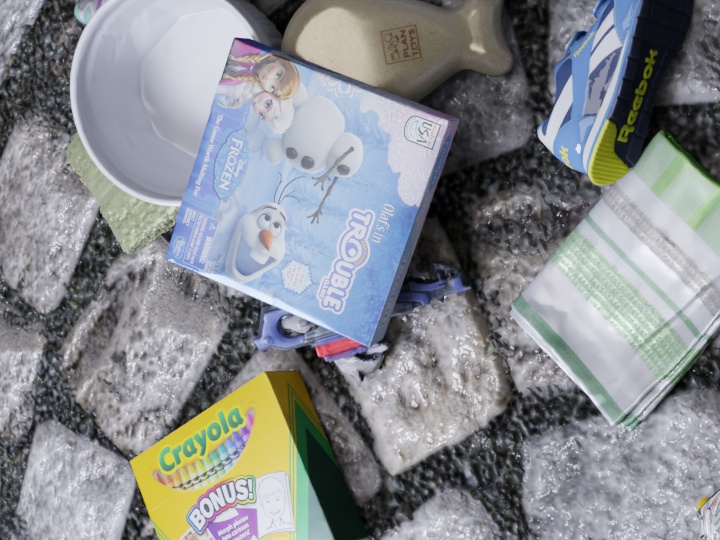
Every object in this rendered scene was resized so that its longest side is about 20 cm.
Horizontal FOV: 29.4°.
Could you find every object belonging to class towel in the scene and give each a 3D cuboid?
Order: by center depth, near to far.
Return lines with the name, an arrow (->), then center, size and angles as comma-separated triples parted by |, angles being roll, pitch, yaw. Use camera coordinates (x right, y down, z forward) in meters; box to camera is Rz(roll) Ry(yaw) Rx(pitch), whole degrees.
towel -> 0.223, 0.009, 1.091 | 0.149, 0.031, 0.200 | 47, 115, 24
towel -> -0.201, -0.122, 1.368 | 0.200, 0.036, 0.149 | -39, 77, 28

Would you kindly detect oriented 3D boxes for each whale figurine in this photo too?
whale figurine -> 0.033, -0.187, 1.193 | 0.199, 0.104, 0.160 | -12, 88, 10

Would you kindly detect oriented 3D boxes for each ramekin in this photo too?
ramekin -> -0.152, -0.164, 1.248 | 0.199, 0.105, 0.202 | 4, 102, 18

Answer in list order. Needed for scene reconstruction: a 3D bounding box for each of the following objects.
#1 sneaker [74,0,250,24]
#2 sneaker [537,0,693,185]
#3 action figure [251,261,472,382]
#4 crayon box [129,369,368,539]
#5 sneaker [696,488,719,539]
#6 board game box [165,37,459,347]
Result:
sneaker -> -0.192, -0.305, 1.349 | 0.199, 0.078, 0.141 | 3, 90, 25
sneaker -> 0.198, -0.172, 1.081 | 0.082, 0.074, 0.201 | 29, 100, 44
action figure -> 0.000, 0.000, 1.225 | 0.199, 0.105, 0.195 | -8, 93, 9
crayon box -> -0.111, 0.215, 1.301 | 0.200, 0.058, 0.173 | -34, 72, 29
sneaker -> 0.292, 0.207, 1.026 | 0.082, 0.078, 0.201 | 12, 88, 37
board game box -> -0.043, -0.066, 1.147 | 0.198, 0.043, 0.201 | 22, 104, 12
